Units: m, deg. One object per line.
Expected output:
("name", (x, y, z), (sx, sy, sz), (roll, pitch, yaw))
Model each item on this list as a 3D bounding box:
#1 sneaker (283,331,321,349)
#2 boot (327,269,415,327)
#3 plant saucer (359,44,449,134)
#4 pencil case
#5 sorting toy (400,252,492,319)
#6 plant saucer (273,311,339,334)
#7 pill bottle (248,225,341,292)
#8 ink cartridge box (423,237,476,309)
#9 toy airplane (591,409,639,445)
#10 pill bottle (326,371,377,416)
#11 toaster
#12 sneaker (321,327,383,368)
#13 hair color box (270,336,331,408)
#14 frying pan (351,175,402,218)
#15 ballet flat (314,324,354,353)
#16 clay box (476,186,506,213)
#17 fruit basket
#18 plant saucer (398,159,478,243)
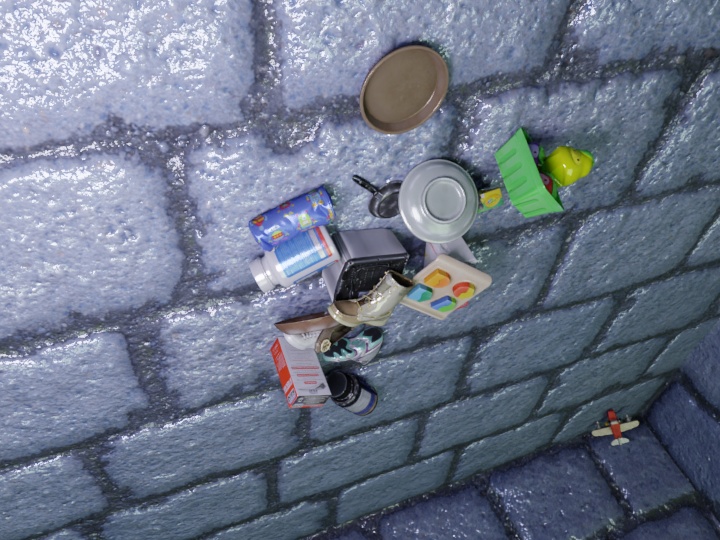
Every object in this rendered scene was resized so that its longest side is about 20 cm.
("sneaker", (-0.136, 0.175, 1.703), (0.085, 0.073, 0.200), (-45, 150, 17))
("boot", (0.029, 0.066, 1.474), (0.199, 0.072, 0.155), (7, 132, -43))
("plant saucer", (0.087, -0.370, 1.231), (0.199, 0.030, 0.201), (-16, 140, -14))
("pencil case", (-0.151, -0.111, 1.347), (0.199, 0.078, 0.087), (-26, 113, -1))
("sorting toy", (0.213, 0.052, 1.563), (0.185, 0.037, 0.200), (23, 132, -27))
("plant saucer", (-0.127, 0.138, 1.588), (0.199, 0.037, 0.200), (-10, -179, 0))
("pill bottle", (-0.156, -0.030, 1.413), (0.199, 0.112, 0.112), (-27, 143, 0))
("ink cartridge box", (0.241, -0.003, 1.651), (0.083, 0.145, 0.200), (-17, 142, -12))
("toy airplane", (1.437, 0.884, 3.399), (0.199, 0.141, 0.200), (22, 113, -6))
("pill bottle", (-0.032, 0.404, 1.990), (0.112, 0.112, 0.200), (-35, 141, 11))
("toaster", (0.000, 0.000, 1.534), (0.199, 0.119, 0.181), (-7, 138, -24))
("sneaker", (-0.022, 0.263, 1.860), (0.199, 0.078, 0.140), (-16, 140, -14))
("hair color box", (-0.171, 0.284, 1.696), (0.111, 0.200, 0.064), (7, 132, -35))
("frying pan", (0.062, -0.186, 1.434), (0.115, 0.031, 0.190), (-30, 145, 2))
("ballet flat", (-0.064, 0.176, 1.679), (0.200, 0.046, 0.068), (-33, 142, -56))
("clay box", (0.269, -0.163, 1.513), (0.199, 0.115, 0.048), (-18, 98, -10))
("fruit basket", (0.452, -0.246, 1.449), (0.215, 0.216, 0.155), (-41, 140, 18))
("plant saucer", (0.190, -0.163, 1.412), (0.199, 0.201, 0.050), (-20, -174, -9))
